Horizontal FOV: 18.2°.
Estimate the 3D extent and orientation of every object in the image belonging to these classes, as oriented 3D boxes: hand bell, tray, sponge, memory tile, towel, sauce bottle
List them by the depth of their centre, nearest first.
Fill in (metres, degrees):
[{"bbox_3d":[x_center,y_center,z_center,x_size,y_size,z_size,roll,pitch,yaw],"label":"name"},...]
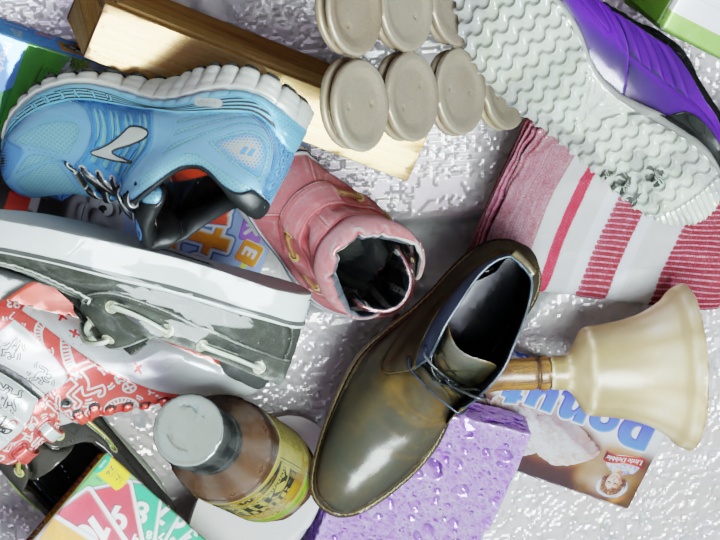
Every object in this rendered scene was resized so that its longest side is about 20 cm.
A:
[{"bbox_3d":[0.035,-0.149,1.261,0.200,0.017,0.154,-12,99,-53],"label":"memory tile"},{"bbox_3d":[-0.065,-0.114,1.293,0.199,0.099,0.037,21,103,-19],"label":"tray"},{"bbox_3d":[-0.075,0.106,1.297,0.064,0.200,0.065,-3,78,12],"label":"sauce bottle"},{"bbox_3d":[0.174,-0.031,1.391,0.199,0.023,0.144,6,135,-16],"label":"towel"},{"bbox_3d":[0.106,0.063,1.394,0.199,0.104,0.105,-2,111,-7],"label":"hand bell"},{"bbox_3d":[0.023,0.169,1.446,0.111,0.030,0.201,13,116,-16],"label":"sponge"}]

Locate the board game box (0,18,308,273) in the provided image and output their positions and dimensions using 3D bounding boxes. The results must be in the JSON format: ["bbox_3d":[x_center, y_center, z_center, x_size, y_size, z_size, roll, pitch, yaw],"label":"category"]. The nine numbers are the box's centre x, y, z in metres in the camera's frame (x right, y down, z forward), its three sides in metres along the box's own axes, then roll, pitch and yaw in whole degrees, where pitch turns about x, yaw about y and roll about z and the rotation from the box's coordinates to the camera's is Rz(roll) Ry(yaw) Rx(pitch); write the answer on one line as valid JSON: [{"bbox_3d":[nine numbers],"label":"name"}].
[{"bbox_3d":[-0.146,-0.048,1.336,0.199,0.037,0.152,16,107,-19],"label":"board game box"}]

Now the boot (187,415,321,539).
[{"bbox_3d":[-0.086,0.185,1.429,0.073,0.090,0.200,32,75,3],"label":"boot"}]

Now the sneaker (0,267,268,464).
[{"bbox_3d":[-0.160,0.067,1.316,0.201,0.067,0.108,19,97,-13],"label":"sneaker"}]

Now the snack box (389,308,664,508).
[{"bbox_3d":[0.099,0.090,1.450,0.199,0.024,0.072,20,104,-18],"label":"snack box"}]

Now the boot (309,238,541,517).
[{"bbox_3d":[0.036,0.061,1.319,0.075,0.097,0.200,36,87,1],"label":"boot"}]

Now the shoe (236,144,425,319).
[{"bbox_3d":[0.000,0.000,1.309,0.071,0.091,0.200,-45,148,0],"label":"shoe"}]

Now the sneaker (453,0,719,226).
[{"bbox_3d":[0.138,-0.120,1.299,0.200,0.100,0.070,46,129,-8],"label":"sneaker"}]

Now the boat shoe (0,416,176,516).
[{"bbox_3d":[-0.186,0.108,1.374,0.072,0.061,0.201,-41,114,6],"label":"boat shoe"}]

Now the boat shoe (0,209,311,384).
[{"bbox_3d":[-0.128,0.015,1.248,0.199,0.071,0.064,16,95,-10],"label":"boat shoe"}]

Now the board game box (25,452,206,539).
[{"bbox_3d":[-0.111,0.210,1.351,0.200,0.030,0.096,43,74,-12],"label":"board game box"}]

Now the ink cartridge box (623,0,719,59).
[{"bbox_3d":[0.274,-0.211,1.344,0.147,0.076,0.201,23,103,-19],"label":"ink cartridge box"}]

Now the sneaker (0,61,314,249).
[{"bbox_3d":[-0.123,-0.057,1.224,0.078,0.199,0.090,37,57,-47],"label":"sneaker"}]
